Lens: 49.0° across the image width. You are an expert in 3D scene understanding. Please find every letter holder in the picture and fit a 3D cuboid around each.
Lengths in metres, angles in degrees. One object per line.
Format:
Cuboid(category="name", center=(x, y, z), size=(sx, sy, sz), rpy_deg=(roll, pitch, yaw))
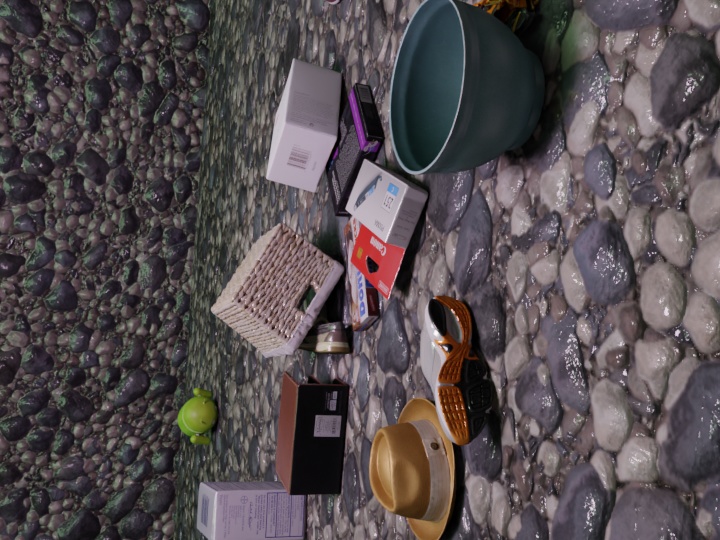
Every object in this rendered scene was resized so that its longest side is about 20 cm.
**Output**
Cuboid(category="letter holder", center=(-0.097, 0.303, 1.501), size=(0.142, 0.099, 0.204), rpy_deg=(-166, 81, -71))

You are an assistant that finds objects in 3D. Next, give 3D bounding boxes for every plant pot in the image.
Cuboid(category="plant pot", center=(0.132, -0.209, 0.933), size=(0.200, 0.132, 0.205), rpy_deg=(-177, 90, -69))

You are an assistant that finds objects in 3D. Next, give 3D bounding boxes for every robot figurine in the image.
Cuboid(category="robot figurine", center=(-0.532, 0.477, 2.583), size=(0.200, 0.114, 0.179), rpy_deg=(138, 136, -61))
Cuboid(category="robot figurine", center=(0.159, -0.351, 0.989), size=(0.199, 0.057, 0.148), rpy_deg=(-166, 78, -69))

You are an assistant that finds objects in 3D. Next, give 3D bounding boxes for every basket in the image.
Cuboid(category="basket", center=(-0.164, 0.042, 1.537), size=(0.200, 0.160, 0.199), rpy_deg=(-59, 15, -20))

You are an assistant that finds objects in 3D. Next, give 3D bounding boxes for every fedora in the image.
Cuboid(category="fedora", center=(0.063, 0.279, 1.104), size=(0.200, 0.080, 0.205), rpy_deg=(-177, 90, -69))

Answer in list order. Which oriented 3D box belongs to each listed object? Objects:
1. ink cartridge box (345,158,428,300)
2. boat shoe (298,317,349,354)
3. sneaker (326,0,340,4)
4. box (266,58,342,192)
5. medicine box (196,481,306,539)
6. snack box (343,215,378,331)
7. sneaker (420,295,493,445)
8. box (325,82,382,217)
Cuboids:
Cuboid(category="ink cartridge box", center=(0.025, -0.071, 1.275), size=(0.179, 0.044, 0.200), rpy_deg=(-70, 24, 11))
Cuboid(category="boat shoe", center=(-0.075, 0.125, 1.518), size=(0.200, 0.071, 0.067), rpy_deg=(-5, 77, 64))
Cuboid(category="sneaker", center=(-0.071, -0.583, 1.549), size=(0.199, 0.113, 0.077), rpy_deg=(160, 112, -67))
Cuboid(category="box", center=(-0.110, -0.288, 1.565), size=(0.153, 0.104, 0.203), rpy_deg=(118, 161, -48))
Cuboid(category="medicine box", center=(-0.233, 0.510, 1.681), size=(0.182, 0.196, 0.105), rpy_deg=(158, 116, -67))
Cuboid(category="snack box", center=(0.000, 0.000, 1.394), size=(0.072, 0.024, 0.204), rpy_deg=(133, 137, -56))
Cuboid(category="sneaker", center=(0.117, 0.138, 1.022), size=(0.093, 0.074, 0.203), rpy_deg=(108, 163, -50))
Cuboid(category="box", center=(-0.017, -0.219, 1.461), size=(0.201, 0.035, 0.145), rpy_deg=(118, 149, -45))
